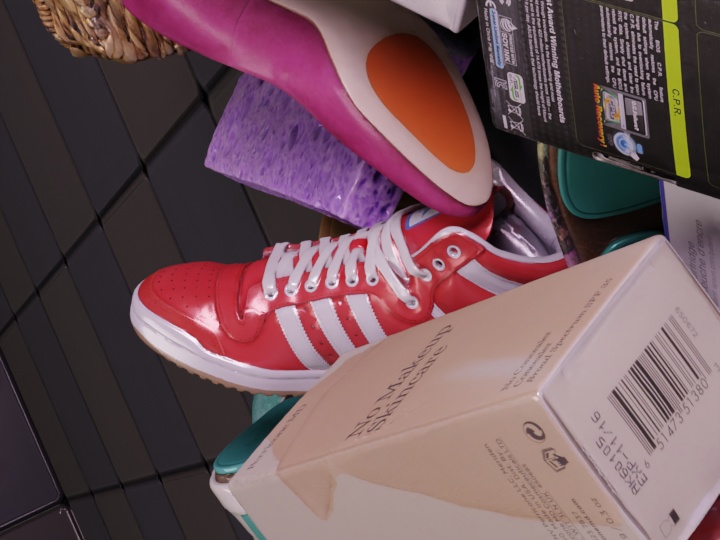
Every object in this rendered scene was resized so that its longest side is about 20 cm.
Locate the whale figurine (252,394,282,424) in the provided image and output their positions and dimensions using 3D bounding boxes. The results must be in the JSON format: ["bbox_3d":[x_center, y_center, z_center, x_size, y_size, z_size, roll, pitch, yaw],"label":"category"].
[{"bbox_3d":[-0.006,0.122,1.172,0.159,0.103,0.201,44,152,48],"label":"whale figurine"}]

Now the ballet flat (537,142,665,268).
[{"bbox_3d":[0.104,-0.032,0.759,0.071,0.068,0.202,-107,4,-59],"label":"ballet flat"}]

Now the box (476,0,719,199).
[{"bbox_3d":[0.113,-0.111,0.560,0.192,0.047,0.202,19,134,36],"label":"box"}]

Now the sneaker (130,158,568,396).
[{"bbox_3d":[0.000,0.000,0.832,0.071,0.198,0.113,-75,-5,-55],"label":"sneaker"}]

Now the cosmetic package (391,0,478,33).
[{"bbox_3d":[-0.018,-0.184,0.704,0.199,0.090,0.108,29,129,17],"label":"cosmetic package"}]

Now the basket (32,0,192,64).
[{"bbox_3d":[-0.122,-0.213,0.983,0.149,0.141,0.202,29,127,60],"label":"basket"}]

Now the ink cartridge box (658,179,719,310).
[{"bbox_3d":[0.186,0.072,0.672,0.200,0.047,0.199,47,156,50],"label":"ink cartridge box"}]

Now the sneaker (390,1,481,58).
[{"bbox_3d":[0.032,-0.175,0.789,0.081,0.074,0.201,31,144,25],"label":"sneaker"}]

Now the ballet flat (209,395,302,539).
[{"bbox_3d":[-0.014,0.083,1.033,0.069,0.200,0.070,15,124,23],"label":"ballet flat"}]

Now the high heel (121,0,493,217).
[{"bbox_3d":[-0.025,-0.084,0.817,0.201,0.067,0.096,54,137,15],"label":"high heel"}]

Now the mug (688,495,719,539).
[{"bbox_3d":[0.164,0.185,0.668,0.132,0.179,0.201,-1,139,33],"label":"mug"}]

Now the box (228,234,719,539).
[{"bbox_3d":[0.047,0.066,0.720,0.078,0.095,0.199,52,142,-12],"label":"box"}]

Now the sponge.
[{"bbox_3d":[-0.013,-0.085,0.950,0.030,0.112,0.200,27,179,-26],"label":"sponge"}]

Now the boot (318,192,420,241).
[{"bbox_3d":[0.035,0.033,0.982,0.155,0.072,0.202,44,-134,-65],"label":"boot"}]
